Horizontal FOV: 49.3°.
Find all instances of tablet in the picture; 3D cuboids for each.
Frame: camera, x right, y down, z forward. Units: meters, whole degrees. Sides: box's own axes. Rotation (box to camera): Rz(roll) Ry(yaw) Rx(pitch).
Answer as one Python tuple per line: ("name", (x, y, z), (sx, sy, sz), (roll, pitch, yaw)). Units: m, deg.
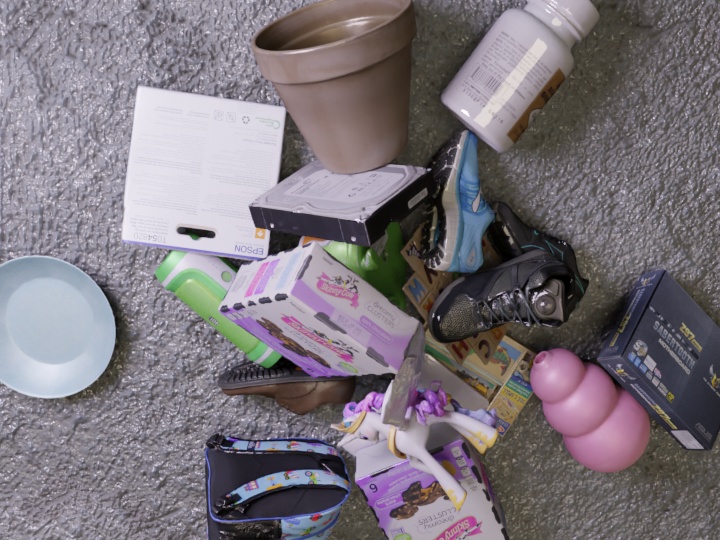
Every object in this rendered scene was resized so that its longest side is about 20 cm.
("tablet", (0.078, 0.223, 1.139), (0.129, 0.014, 0.201), (37, 110, -12))

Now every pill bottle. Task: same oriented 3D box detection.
("pill bottle", (0.201, -0.260, 0.983), (0.114, 0.115, 0.201), (36, 101, -11))

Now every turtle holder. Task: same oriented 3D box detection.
("turtle holder", (0.000, -0.012, 1.040), (0.129, 0.185, 0.144), (-2, 69, 29))

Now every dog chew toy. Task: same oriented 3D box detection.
("dog chew toy", (0.313, 0.187, 1.097), (0.124, 0.125, 0.200), (-42, 105, 8))

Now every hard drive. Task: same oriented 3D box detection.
("hard drive", (-0.025, -0.089, 0.956), (0.139, 0.198, 0.038), (-38, 124, -36))

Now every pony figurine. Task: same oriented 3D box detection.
("pony figurine", (0.075, 0.184, 1.009), (0.197, 0.167, 0.196), (26, 110, 8))

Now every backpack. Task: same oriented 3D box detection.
("backpack", (-0.116, 0.319, 1.096), (0.196, 0.183, 0.137), (-2, 114, -14))

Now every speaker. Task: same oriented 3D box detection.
("speaker", (-0.179, 0.041, 1.061), (0.199, 0.089, 0.089), (41, 100, -12))

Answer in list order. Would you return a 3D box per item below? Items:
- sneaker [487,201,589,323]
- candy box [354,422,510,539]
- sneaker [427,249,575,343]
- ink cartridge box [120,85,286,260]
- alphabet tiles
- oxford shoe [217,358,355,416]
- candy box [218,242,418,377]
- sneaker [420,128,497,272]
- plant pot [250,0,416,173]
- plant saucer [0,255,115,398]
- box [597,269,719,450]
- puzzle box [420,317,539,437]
("sneaker", (0.242, -0.023, 1.079), (0.079, 0.075, 0.201), (-40, 110, -6))
("candy box", (0.106, 0.330, 1.137), (0.165, 0.072, 0.203), (-23, 111, 10))
("sneaker", (0.182, 0.039, 0.975), (0.196, 0.114, 0.078), (-21, 106, -8))
("ink cartridge box", (-0.202, -0.124, 1.020), (0.195, 0.041, 0.205), (8, 91, -5))
("alphabet tiles", (0.136, 0.019, 1.049), (0.201, 0.006, 0.167), (52, 55, -17))
("oxford shoe", (-0.103, 0.170, 1.105), (0.195, 0.073, 0.086), (0, 107, -2))
("candy box", (-0.055, 0.055, 0.947), (0.167, 0.199, 0.072), (38, 65, -22))
("sneaker", (0.133, -0.086, 1.022), (0.088, 0.078, 0.204), (17, 68, -24))
("plant pot", (-0.017, -0.223, 0.959), (0.196, 0.201, 0.176), (-14, 121, 1))
("plant saucer", (-0.433, 0.075, 1.082), (0.196, 0.039, 0.206), (-1, 104, -3))
("box", (0.438, 0.125, 1.089), (0.200, 0.051, 0.159), (44, 64, -13))
("puzzle box", (0.160, 0.137, 1.131), (0.198, 0.025, 0.134), (30, 102, -10))
